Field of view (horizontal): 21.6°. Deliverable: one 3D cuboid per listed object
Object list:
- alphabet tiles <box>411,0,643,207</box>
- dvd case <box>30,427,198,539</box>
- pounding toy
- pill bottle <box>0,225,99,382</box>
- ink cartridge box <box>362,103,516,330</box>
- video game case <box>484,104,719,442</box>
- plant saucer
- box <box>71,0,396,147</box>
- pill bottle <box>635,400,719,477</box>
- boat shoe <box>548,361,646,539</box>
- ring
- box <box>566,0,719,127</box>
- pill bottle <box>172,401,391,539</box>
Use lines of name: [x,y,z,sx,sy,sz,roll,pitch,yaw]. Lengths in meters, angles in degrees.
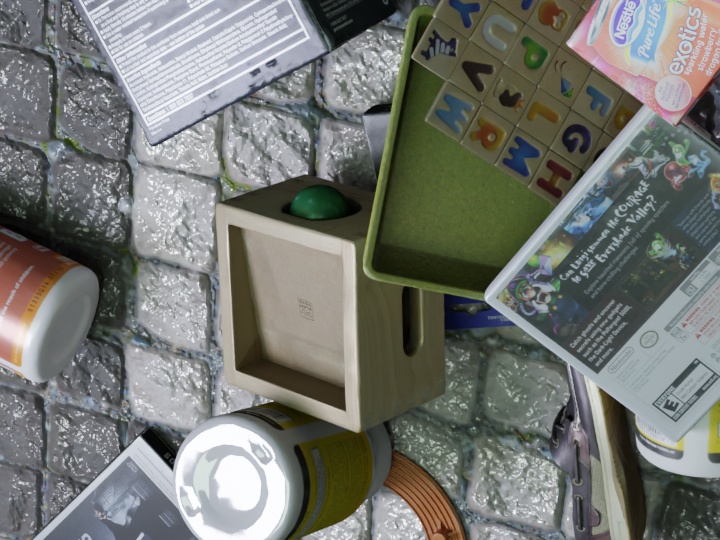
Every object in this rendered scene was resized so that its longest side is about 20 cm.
alphabet tiles: [0.137,-0.149,1.382,0.200,0.006,0.167,30,87,-26]
dvd case: [-0.209,0.259,1.775,0.150,0.025,0.200,47,120,1]
pounding toy: [0.000,0.000,1.495,0.184,0.142,0.200,17,117,41]
pill bottle: [-0.343,0.010,1.682,0.200,0.112,0.112,26,118,12]
ink cartridge box: [0.069,-0.041,1.528,0.095,0.037,0.200,-5,110,26]
video game case: [0.218,0.002,1.347,0.182,0.023,0.200,37,117,-5]
plant saucer: [0.093,-0.078,1.410,0.048,0.200,0.200,10,89,60]
box: [-0.113,-0.235,1.471,0.200,0.123,0.199,-23,100,34]
pill bottle: [0.264,0.046,1.431,0.111,0.111,0.200,6,113,21]
boat shoe: [0.183,0.139,1.529,0.065,0.072,0.200,-7,113,21]
ring: [-0.001,0.244,1.681,0.200,0.019,0.201,9,114,20]
box: [0.230,-0.189,1.299,0.095,0.200,0.103,38,121,5]
pill bottle: [-0.058,0.163,1.557,0.114,0.200,0.115,2,94,26]
